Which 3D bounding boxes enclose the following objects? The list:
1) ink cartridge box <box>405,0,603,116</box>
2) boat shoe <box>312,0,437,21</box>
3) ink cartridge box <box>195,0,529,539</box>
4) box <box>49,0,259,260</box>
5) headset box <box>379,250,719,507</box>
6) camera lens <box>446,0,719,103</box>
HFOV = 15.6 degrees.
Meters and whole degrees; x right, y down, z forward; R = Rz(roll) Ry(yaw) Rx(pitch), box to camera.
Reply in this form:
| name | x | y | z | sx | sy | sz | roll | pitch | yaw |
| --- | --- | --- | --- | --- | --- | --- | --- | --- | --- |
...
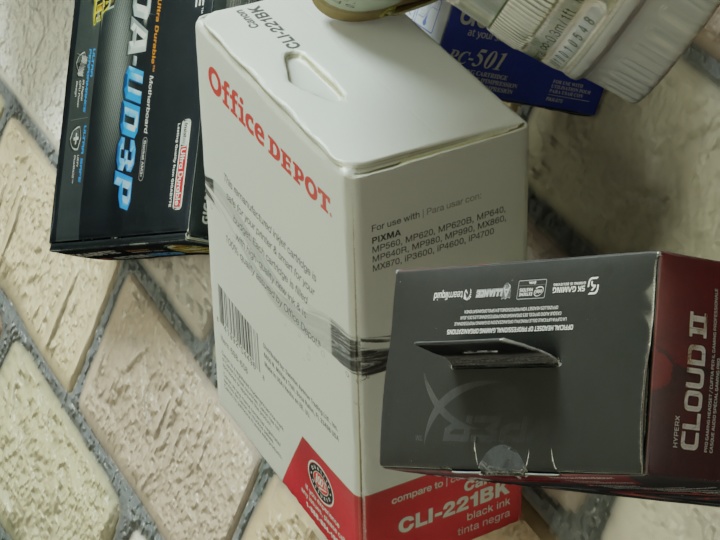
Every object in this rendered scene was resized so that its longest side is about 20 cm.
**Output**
| name | x | y | z | sx | sy | sz | roll | pitch | yaw |
| --- | --- | --- | --- | --- | --- | --- | --- | --- | --- |
| ink cartridge box | 0.024 | -0.130 | 1.180 | 0.200 | 0.093 | 0.045 | 42 | 118 | 51 |
| boat shoe | 0.055 | -0.165 | 1.079 | 0.074 | 0.199 | 0.066 | 57 | 154 | 8 |
| ink cartridge box | 0.000 | 0.000 | 1.090 | 0.144 | 0.083 | 0.201 | 47 | 147 | 47 |
| box | -0.103 | -0.108 | 1.408 | 0.159 | 0.046 | 0.202 | -2 | 81 | 56 |
| headset box | 0.113 | 0.042 | 0.912 | 0.148 | 0.199 | 0.076 | -5 | 79 | 56 |
| camera lens | 0.059 | -0.176 | 0.957 | 0.160 | 0.199 | 0.160 | -55 | 1 | 2 |
